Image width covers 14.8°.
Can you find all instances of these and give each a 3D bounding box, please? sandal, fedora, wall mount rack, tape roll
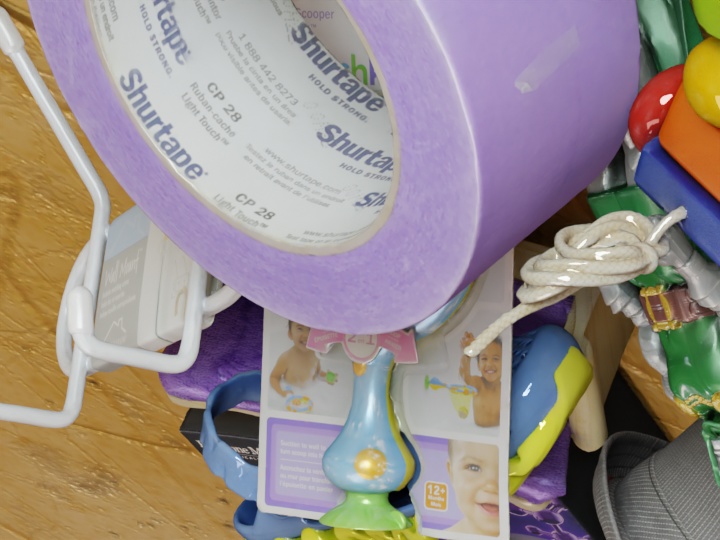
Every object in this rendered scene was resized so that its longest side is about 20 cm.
[{"bbox_3d":[0.005,0.064,1.095,0.200,0.079,0.087,-28,105,38],"label":"sandal"},{"bbox_3d":[0.184,0.116,1.113,0.177,0.200,0.090,30,111,-30],"label":"fedora"},{"bbox_3d":[-0.104,-0.034,1.089,0.074,0.174,0.200,14,160,-26],"label":"wall mount rack"},{"bbox_3d":[-0.013,-0.084,0.899,0.200,0.085,0.200,31,142,29],"label":"tape roll"}]

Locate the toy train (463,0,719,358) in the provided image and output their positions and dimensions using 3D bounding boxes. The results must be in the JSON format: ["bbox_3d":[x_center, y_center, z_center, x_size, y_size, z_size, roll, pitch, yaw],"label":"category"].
[{"bbox_3d":[0.112,-0.054,0.828,0.085,0.200,0.116,48,159,35],"label":"toy train"}]

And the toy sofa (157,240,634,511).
[{"bbox_3d":[0.009,0.019,1.152,0.200,0.098,0.083,16,154,17],"label":"toy sofa"}]

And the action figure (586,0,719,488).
[{"bbox_3d":[0.104,-0.014,0.946,0.118,0.055,0.200,-11,104,65],"label":"action figure"}]

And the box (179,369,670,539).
[{"bbox_3d":[0.039,0.089,1.287,0.200,0.079,0.141,4,145,36],"label":"box"}]

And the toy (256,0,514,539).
[{"bbox_3d":[0.000,0.000,1.023,0.115,0.200,0.047,5,-171,34],"label":"toy"}]
